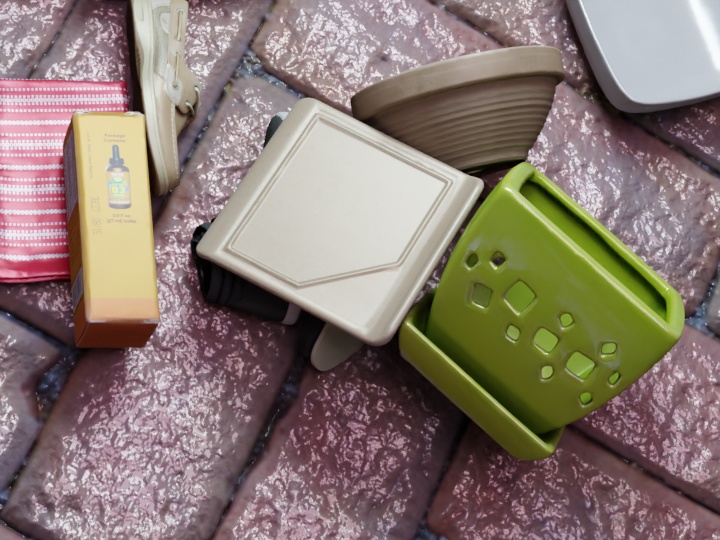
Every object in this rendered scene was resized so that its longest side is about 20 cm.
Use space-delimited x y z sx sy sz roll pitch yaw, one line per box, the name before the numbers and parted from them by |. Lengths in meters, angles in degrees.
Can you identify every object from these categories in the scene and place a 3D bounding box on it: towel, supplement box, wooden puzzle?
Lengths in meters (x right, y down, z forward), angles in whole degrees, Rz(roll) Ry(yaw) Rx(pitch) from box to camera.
towel | -0.274 -0.082 1.565 0.143 0.023 0.202 0 69 -16
supplement box | -0.218 -0.037 1.515 0.066 0.069 0.202 1 69 -19
wooden puzzle | -0.017 -0.043 1.522 0.199 0.037 0.186 25 65 18

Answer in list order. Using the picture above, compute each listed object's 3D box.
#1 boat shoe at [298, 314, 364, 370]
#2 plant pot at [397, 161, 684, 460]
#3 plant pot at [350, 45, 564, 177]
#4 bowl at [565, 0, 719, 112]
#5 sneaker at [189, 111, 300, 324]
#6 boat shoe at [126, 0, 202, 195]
boat shoe | 0.001 0.002 1.589 0.063 0.074 0.202 24 69 26
plant pot | 0.151 0.041 1.525 0.200 0.199 0.182 42 105 2
plant pot | 0.097 -0.135 1.599 0.199 0.201 0.094 -12 86 -19
bowl | 0.303 -0.252 1.764 0.198 0.075 0.202 -15 73 -20
sneaker | -0.101 -0.054 1.574 0.098 0.071 0.202 6 72 -18
boat shoe | -0.175 -0.165 1.597 0.064 0.071 0.202 -2 69 -15
